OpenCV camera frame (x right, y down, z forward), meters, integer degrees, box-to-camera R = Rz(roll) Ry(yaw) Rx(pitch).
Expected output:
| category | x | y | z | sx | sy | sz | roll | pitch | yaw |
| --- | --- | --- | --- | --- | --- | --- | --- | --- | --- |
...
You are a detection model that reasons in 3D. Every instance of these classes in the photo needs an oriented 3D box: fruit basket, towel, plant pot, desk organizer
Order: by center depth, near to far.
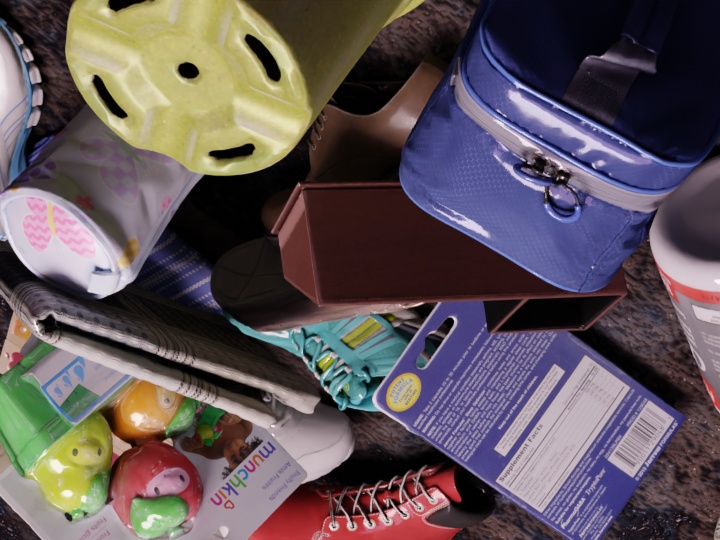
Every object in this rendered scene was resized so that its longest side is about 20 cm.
| category | x | y | z | sx | sy | sz | roll | pitch | yaw |
| --- | --- | --- | --- | --- | --- | --- | --- | --- | --- |
| plant pot | -0.061 | -0.157 | 0.839 | 0.200 | 0.184 | 0.200 | 12 | 138 | 11 |
| desk organizer | 0.055 | -0.007 | 0.957 | 0.200 | 0.077 | 0.072 | -2 | 158 | -17 |
| towel | -0.142 | 0.040 | 1.012 | 0.200 | 0.035 | 0.193 | 20 | -176 | -28 |
| fruit basket | -0.156 | 0.123 | 1.092 | 0.200 | 0.185 | 0.094 | 44 | 143 | 6 |
| towel | -0.193 | -0.014 | 1.185 | 0.145 | 0.024 | 0.200 | -27 | 122 | 40 |

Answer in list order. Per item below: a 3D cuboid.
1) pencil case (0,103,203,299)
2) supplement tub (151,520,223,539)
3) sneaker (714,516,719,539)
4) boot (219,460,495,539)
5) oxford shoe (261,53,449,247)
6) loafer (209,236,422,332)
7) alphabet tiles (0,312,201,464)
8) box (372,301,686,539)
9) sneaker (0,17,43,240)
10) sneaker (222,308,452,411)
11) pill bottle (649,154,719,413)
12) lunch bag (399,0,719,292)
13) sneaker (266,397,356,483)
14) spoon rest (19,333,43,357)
| category | x | y | z | sx | sy | sz | roll | pitch | yaw |
| --- | --- | --- | --- | --- | --- | --- | --- | --- | --- |
| pencil case | -0.130 | -0.072 | 0.954 | 0.091 | 0.200 | 0.083 | 43 | 142 | -8 |
| supplement tub | -0.130 | 0.258 | 1.310 | 0.132 | 0.200 | 0.132 | 13 | 139 | 11 |
| sneaker | 0.330 | 0.158 | 1.092 | 0.084 | 0.075 | 0.200 | 34 | 138 | -7 |
| boot | 0.000 | 0.182 | 1.243 | 0.200 | 0.072 | 0.144 | 12 | 144 | -27 |
| oxford shoe | -0.003 | -0.078 | 0.999 | 0.200 | 0.073 | 0.084 | -31 | 103 | 39 |
| loafer | 0.000 | 0.000 | 1.068 | 0.200 | 0.072 | 0.063 | -11 | 145 | 16 |
| alphabet tiles | -0.187 | 0.088 | 1.205 | 0.200 | 0.006 | 0.167 | 30 | 122 | 12 |
| box | 0.115 | 0.093 | 1.094 | 0.200 | 0.121 | 0.032 | 36 | 180 | -16 |
| sneaker | -0.269 | -0.083 | 1.073 | 0.075 | 0.087 | 0.200 | 21 | 129 | 16 |
| sneaker | -0.008 | 0.056 | 1.128 | 0.200 | 0.080 | 0.078 | 20 | 140 | 4 |
| pill bottle | 0.256 | 0.032 | 0.957 | 0.116 | 0.116 | 0.200 | -5 | 132 | 29 |
| lunch bag | 0.116 | -0.097 | 0.815 | 0.136 | 0.200 | 0.132 | 29 | 137 | 0 |
| sneaker | -0.100 | 0.104 | 1.218 | 0.200 | 0.078 | 0.099 | 10 | 135 | 1 |
| spoon rest | -0.291 | -0.001 | 1.183 | 0.200 | 0.061 | 0.099 | 33 | 168 | 25 |
